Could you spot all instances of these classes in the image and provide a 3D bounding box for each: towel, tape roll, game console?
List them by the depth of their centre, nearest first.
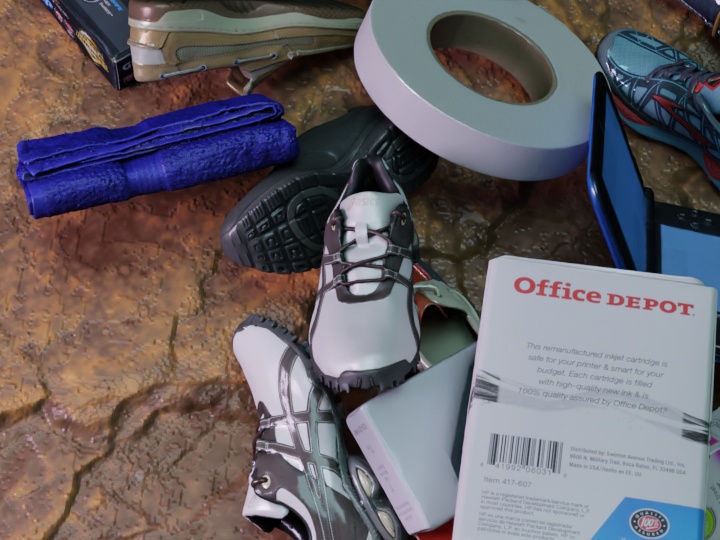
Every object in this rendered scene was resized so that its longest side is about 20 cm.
[{"bbox_3d":[0.233,-0.038,1.259,0.170,0.119,0.200,12,31,2],"label":"game console"},{"bbox_3d":[-0.152,-0.092,1.311,0.200,0.148,0.050,-13,107,-10],"label":"towel"},{"bbox_3d":[0.093,-0.149,1.355,0.202,0.037,0.203,16,40,-14],"label":"tape roll"}]

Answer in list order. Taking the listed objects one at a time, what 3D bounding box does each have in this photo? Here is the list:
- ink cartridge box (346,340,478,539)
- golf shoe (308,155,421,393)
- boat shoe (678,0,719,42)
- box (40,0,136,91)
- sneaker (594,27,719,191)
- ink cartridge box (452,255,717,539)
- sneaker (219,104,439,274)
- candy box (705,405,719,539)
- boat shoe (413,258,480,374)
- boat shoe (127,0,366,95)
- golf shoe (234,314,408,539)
[{"bbox_3d":[0.117,0.125,1.198,0.200,0.044,0.174,-27,83,-22],"label":"ink cartridge box"},{"bbox_3d":[0.000,0.000,1.206,0.078,0.095,0.200,-5,35,4],"label":"golf shoe"},{"bbox_3d":[0.304,-0.193,1.413,0.200,0.071,0.091,28,61,9],"label":"boat shoe"},{"bbox_3d":[-0.187,-0.258,1.441,0.159,0.046,0.200,-34,69,-18],"label":"box"},{"bbox_3d":[0.267,-0.132,1.367,0.200,0.096,0.079,39,66,16],"label":"sneaker"},{"bbox_3d":[0.137,0.103,1.106,0.146,0.084,0.200,8,59,5],"label":"ink cartridge box"},{"bbox_3d":[-0.033,-0.062,1.328,0.200,0.076,0.091,-33,34,-33],"label":"sneaker"},{"bbox_3d":[0.225,0.176,1.190,0.200,0.061,0.137,-24,107,-15],"label":"candy box"},{"bbox_3d":[0.051,0.044,1.288,0.071,0.063,0.200,-31,67,-15],"label":"boat shoe"},{"bbox_3d":[-0.087,-0.172,1.384,0.200,0.072,0.076,-4,105,-28],"label":"boat shoe"},{"bbox_3d":[-0.049,0.122,1.227,0.094,0.078,0.200,-27,66,-15],"label":"golf shoe"}]
